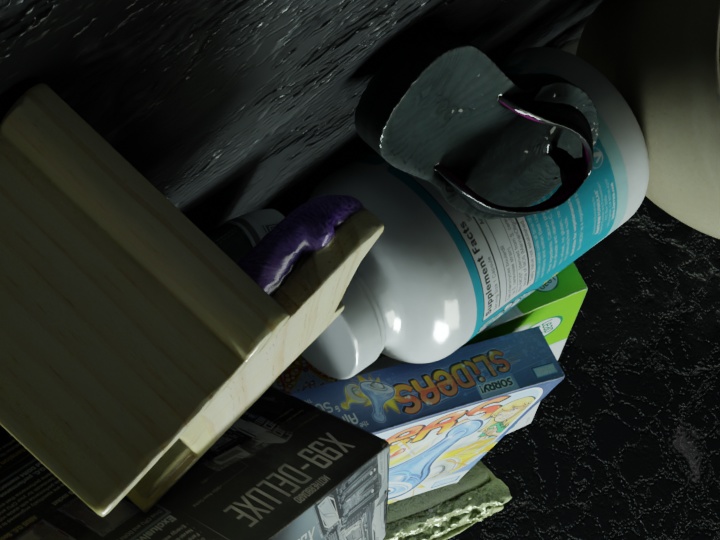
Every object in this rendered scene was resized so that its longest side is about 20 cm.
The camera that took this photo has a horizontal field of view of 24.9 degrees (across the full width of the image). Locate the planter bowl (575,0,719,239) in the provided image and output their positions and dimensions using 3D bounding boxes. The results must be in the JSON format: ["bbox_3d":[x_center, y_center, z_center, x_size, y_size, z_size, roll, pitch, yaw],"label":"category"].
[{"bbox_3d":[0.206,-0.106,0.911,0.200,0.200,0.135,-34,-159,-36],"label":"planter bowl"}]

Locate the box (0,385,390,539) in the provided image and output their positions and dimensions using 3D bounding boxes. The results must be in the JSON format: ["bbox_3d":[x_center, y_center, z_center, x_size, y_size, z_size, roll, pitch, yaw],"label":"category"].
[{"bbox_3d":[-0.110,0.094,0.572,0.200,0.158,0.050,-34,136,-45],"label":"box"}]

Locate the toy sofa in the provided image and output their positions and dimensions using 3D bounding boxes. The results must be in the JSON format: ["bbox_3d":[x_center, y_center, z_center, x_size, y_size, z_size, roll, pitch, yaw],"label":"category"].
[{"bbox_3d":[-0.062,0.008,0.465,0.098,0.083,0.200,-47,177,-8],"label":"toy sofa"}]

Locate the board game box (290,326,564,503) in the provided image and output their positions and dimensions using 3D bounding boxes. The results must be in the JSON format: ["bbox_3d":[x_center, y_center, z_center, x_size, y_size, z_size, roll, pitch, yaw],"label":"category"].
[{"bbox_3d":[-0.002,0.096,0.879,0.200,0.034,0.135,-13,155,-33],"label":"board game box"}]

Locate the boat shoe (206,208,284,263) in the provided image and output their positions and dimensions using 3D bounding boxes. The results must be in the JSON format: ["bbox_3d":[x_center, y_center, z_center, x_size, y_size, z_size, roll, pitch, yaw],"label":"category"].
[{"bbox_3d":[-0.078,0.028,0.742,0.066,0.070,0.200,-17,172,-20],"label":"boat shoe"}]

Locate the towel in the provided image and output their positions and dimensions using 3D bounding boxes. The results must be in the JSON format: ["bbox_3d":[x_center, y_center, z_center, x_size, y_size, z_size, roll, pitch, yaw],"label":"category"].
[{"bbox_3d":[-0.012,0.162,1.067,0.200,0.037,0.148,-22,-166,-14],"label":"towel"}]

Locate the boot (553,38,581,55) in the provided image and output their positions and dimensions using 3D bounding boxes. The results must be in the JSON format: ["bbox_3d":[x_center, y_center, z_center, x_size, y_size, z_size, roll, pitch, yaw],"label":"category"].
[{"bbox_3d":[0.071,-0.062,1.010,0.073,0.090,0.200,18,100,-58],"label":"boot"}]

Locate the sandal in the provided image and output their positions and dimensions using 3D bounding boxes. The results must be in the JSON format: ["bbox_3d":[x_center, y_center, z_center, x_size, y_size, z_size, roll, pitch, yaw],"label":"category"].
[{"bbox_3d":[0.063,-0.051,0.711,0.075,0.048,0.200,-55,155,14],"label":"sandal"}]

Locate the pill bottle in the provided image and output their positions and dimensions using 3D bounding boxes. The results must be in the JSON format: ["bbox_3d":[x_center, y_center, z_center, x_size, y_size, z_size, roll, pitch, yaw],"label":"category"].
[{"bbox_3d":[0.047,-0.026,0.841,0.200,0.111,0.111,-34,175,-27],"label":"pill bottle"}]

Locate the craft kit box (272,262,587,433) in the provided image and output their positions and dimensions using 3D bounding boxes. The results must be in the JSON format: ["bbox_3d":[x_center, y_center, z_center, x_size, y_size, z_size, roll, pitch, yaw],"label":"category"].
[{"bbox_3d":[0.024,0.074,0.966,0.197,0.049,0.200,-24,157,-15],"label":"craft kit box"}]
